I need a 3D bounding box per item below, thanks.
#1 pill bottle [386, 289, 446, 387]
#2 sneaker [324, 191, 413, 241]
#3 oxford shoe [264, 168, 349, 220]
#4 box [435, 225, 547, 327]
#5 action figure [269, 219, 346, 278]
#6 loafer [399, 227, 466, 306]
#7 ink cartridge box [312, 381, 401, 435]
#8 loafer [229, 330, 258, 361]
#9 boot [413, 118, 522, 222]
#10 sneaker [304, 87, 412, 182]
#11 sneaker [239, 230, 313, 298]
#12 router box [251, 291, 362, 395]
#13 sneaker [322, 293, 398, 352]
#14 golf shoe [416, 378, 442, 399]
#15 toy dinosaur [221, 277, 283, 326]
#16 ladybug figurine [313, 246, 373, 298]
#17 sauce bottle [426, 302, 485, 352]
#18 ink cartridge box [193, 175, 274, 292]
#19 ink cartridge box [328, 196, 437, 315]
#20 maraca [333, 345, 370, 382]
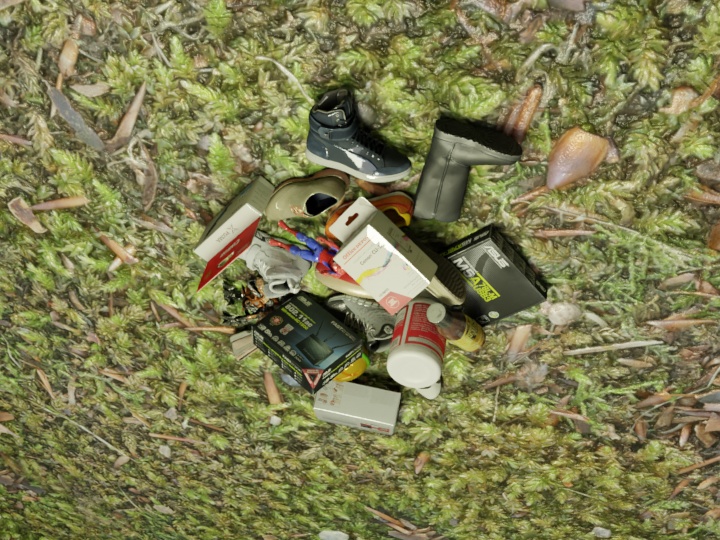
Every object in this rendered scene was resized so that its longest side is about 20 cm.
[{"bbox_3d":[0.124,0.132,1.699,0.111,0.201,0.113,8,136,8],"label":"pill bottle"},{"bbox_3d":[0.009,-0.096,1.597,0.199,0.078,0.073,-19,125,31],"label":"sneaker"},{"bbox_3d":[-0.115,-0.135,1.594,0.199,0.074,0.071,-22,127,33],"label":"oxford shoe"},{"bbox_3d":[0.245,0.021,1.667,0.192,0.048,0.200,-25,123,37],"label":"box"},{"bbox_3d":[-0.097,-0.039,1.597,0.199,0.066,0.099,26,180,22],"label":"action figure"},{"bbox_3d":[0.123,-0.001,1.612,0.200,0.076,0.068,43,133,1],"label":"loafer"},{"bbox_3d":[-0.008,0.331,1.994,0.198,0.085,0.176,12,161,4],"label":"ink cartridge box"},{"bbox_3d":[-0.220,0.161,1.906,0.199,0.064,0.072,-19,166,36],"label":"loafer"},{"bbox_3d":[0.188,-0.163,1.488,0.163,0.066,0.201,20,133,8],"label":"boot"},{"bbox_3d":[0.001,-0.240,1.459,0.200,0.077,0.147,14,138,4],"label":"sneaker"},{"bbox_3d":[-0.202,-0.014,1.707,0.198,0.115,0.076,15,135,1],"label":"sneaker"},{"bbox_3d":[-0.114,0.152,1.760,0.199,0.149,0.062,36,143,27],"label":"router box"},{"bbox_3d":[0.006,0.119,1.778,0.198,0.116,0.075,7,135,9],"label":"sneaker"},{"bbox_3d":[0.134,0.247,1.885,0.077,0.095,0.201,-8,132,20],"label":"golf shoe"},{"bbox_3d":[-0.238,0.081,1.831,0.134,0.103,0.201,-3,130,-2],"label":"toy dinosaur"},{"bbox_3d":[0.000,0.000,1.663,0.198,0.136,0.073,11,113,9],"label":"ladybug figurine"},{"bbox_3d":[0.191,0.113,1.642,0.065,0.067,0.200,-12,158,25],"label":"sauce bottle"},{"bbox_3d":[-0.262,-0.073,1.623,0.045,0.177,0.200,37,131,-21],"label":"ink cartridge box"},{"bbox_3d":[0.032,-0.028,1.542,0.200,0.068,0.116,43,124,-7],"label":"ink cartridge box"},{"bbox_3d":[-0.048,0.206,1.891,0.136,0.108,0.200,19,154,-2],"label":"maraca"}]
